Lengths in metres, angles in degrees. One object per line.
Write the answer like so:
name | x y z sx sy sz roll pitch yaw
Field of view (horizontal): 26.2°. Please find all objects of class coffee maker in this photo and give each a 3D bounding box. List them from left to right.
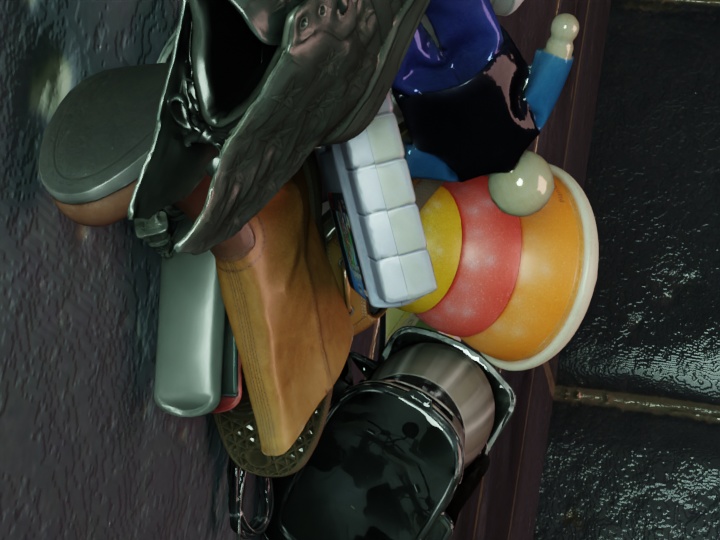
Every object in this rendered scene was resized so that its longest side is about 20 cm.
coffee maker | 0.020 0.150 1.047 0.200 0.133 0.194 -29 126 -73

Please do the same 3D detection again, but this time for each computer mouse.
computer mouse | -0.081 0.175 0.867 0.059 0.034 0.201 52 39 -49

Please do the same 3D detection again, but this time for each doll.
doll | 0.060 -0.111 0.873 0.201 0.136 0.049 59 6 -29

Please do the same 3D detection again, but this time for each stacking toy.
stacking toy | 0.047 -0.016 1.046 0.146 0.199 0.148 -25 -120 54

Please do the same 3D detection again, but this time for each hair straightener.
hair straightener | -0.076 -0.029 0.739 0.077 0.041 0.202 -5 101 -77

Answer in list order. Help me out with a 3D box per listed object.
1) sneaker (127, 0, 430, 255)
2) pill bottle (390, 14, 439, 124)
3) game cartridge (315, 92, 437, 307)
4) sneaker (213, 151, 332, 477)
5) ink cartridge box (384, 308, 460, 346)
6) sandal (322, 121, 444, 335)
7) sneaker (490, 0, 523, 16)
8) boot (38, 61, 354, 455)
sneaker | -0.018 -0.105 0.572 0.104 0.060 0.201 -12 129 -57
pill bottle | 0.033 -0.129 1.004 0.200 0.112 0.114 35 63 -75
game cartridge | -0.001 -0.050 0.782 0.200 0.038 0.131 -147 -133 -85
sneaker | -0.040 0.014 0.855 0.076 0.070 0.202 -53 148 -65
ink cartridge box | 0.055 0.038 1.339 0.146 0.048 0.202 -50 147 -66
sandal | 0.000 0.000 0.920 0.200 0.054 0.082 -50 151 -6
sneaker | 0.081 -0.209 0.992 0.071 0.073 0.200 -52 -171 1
boot | -0.064 -0.005 0.691 0.189 0.068 0.202 -65 150 -57
